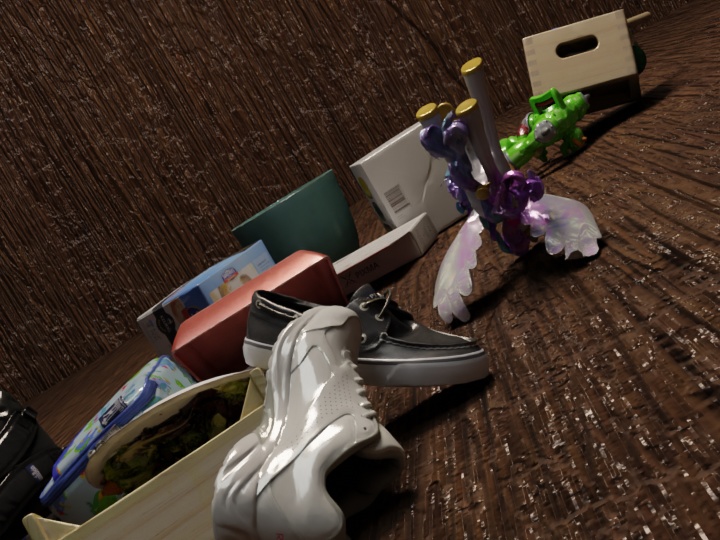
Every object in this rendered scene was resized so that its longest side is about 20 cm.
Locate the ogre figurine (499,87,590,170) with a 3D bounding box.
[{"bbox_3d":[0.266,-0.202,1.435,0.198,0.099,0.120,-14,-14,-39],"label":"ogre figurine"}]

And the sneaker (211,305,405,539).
[{"bbox_3d":[-0.015,0.101,0.603,0.098,0.079,0.201,2,41,16],"label":"sneaker"}]

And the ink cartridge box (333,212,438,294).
[{"bbox_3d":[0.000,0.000,1.389,0.198,0.045,0.176,-29,7,27],"label":"ink cartridge box"}]

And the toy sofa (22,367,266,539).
[{"bbox_3d":[-0.123,0.168,0.686,0.199,0.098,0.083,-33,-17,-12],"label":"toy sofa"}]

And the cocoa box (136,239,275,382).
[{"bbox_3d":[-0.202,0.065,1.437,0.130,0.135,0.200,-26,8,29],"label":"cocoa box"}]

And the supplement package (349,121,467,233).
[{"bbox_3d":[0.089,-0.141,1.541,0.149,0.153,0.200,-32,7,-2],"label":"supplement package"}]

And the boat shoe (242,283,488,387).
[{"bbox_3d":[0.000,0.043,0.718,0.197,0.067,0.070,4,7,31],"label":"boat shoe"}]

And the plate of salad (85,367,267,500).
[{"bbox_3d":[-0.125,0.140,0.799,0.198,0.048,0.201,-23,-24,-11],"label":"plate of salad"}]

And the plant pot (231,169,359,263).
[{"bbox_3d":[-0.092,-0.050,1.643,0.199,0.162,0.201,-31,7,4],"label":"plant pot"}]

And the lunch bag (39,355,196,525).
[{"bbox_3d":[-0.232,0.172,0.967,0.161,0.082,0.200,-46,8,2],"label":"lunch bag"}]

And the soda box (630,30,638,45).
[{"bbox_3d":[0.603,-0.546,2.486,0.198,0.068,0.064,-27,7,31],"label":"soda box"}]

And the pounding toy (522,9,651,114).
[{"bbox_3d":[0.366,-0.335,1.523,0.197,0.145,0.184,-13,-8,17],"label":"pounding toy"}]

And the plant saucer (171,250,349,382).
[{"bbox_3d":[-0.112,0.059,1.125,0.198,0.037,0.200,-32,-21,-5],"label":"plant saucer"}]

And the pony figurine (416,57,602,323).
[{"bbox_3d":[0.124,-0.070,0.901,0.165,0.202,0.194,-21,26,21],"label":"pony figurine"}]

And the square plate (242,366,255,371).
[{"bbox_3d":[-0.087,0.114,1.047,0.199,0.029,0.198,-34,7,-19],"label":"square plate"}]

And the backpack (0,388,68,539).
[{"bbox_3d":[-0.414,0.253,1.038,0.153,0.164,0.200,-37,11,20],"label":"backpack"}]
